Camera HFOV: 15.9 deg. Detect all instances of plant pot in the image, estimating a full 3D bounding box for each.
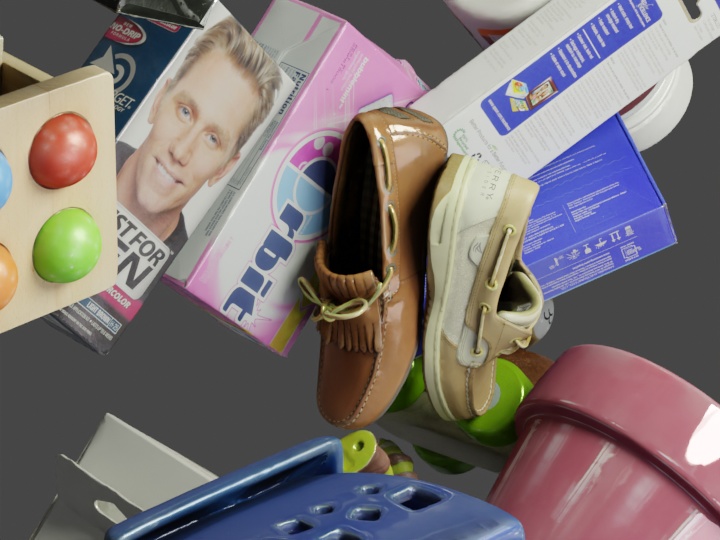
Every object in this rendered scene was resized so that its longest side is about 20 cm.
[{"bbox_3d":[0.148,0.174,1.573,0.179,0.200,0.200,-48,139,-18],"label":"plant pot"},{"bbox_3d":[-0.038,0.217,1.460,0.200,0.180,0.200,-22,126,-36],"label":"plant pot"}]

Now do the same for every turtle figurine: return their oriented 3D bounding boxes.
[{"bbox_3d":[0.034,0.176,1.618,0.064,0.200,0.161,-17,149,14],"label":"turtle figurine"}]

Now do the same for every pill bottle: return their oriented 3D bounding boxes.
[{"bbox_3d":[0.139,-0.163,1.693,0.114,0.114,0.200,-56,141,-8],"label":"pill bottle"}]

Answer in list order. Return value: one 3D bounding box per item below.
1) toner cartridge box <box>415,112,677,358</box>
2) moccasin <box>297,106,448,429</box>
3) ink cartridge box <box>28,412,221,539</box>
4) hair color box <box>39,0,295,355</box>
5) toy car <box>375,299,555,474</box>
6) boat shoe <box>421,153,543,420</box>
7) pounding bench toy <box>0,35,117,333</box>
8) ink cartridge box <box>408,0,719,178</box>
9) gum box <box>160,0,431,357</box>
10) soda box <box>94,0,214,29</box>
[{"bbox_3d":[0.095,-0.022,1.669,0.200,0.095,0.043,-23,138,3],"label":"toner cartridge box"},{"bbox_3d":[0.001,0.001,1.555,0.078,0.074,0.202,-5,118,-41],"label":"moccasin"},{"bbox_3d":[-0.111,0.189,1.607,0.200,0.129,0.125,36,83,-50],"label":"ink cartridge box"},{"bbox_3d":[-0.134,-0.062,1.491,0.200,0.061,0.100,-56,141,-9],"label":"hair color box"},{"bbox_3d":[0.101,0.035,1.752,0.200,0.158,0.164,-67,152,-14],"label":"toy car"},{"bbox_3d":[0.077,0.020,1.569,0.200,0.066,0.074,87,19,-44],"label":"boat shoe"},{"bbox_3d":[-0.213,-0.016,1.352,0.124,0.156,0.200,-24,128,-38],"label":"pounding bench toy"},{"bbox_3d":[0.132,-0.127,1.607,0.200,0.037,0.095,-35,141,4],"label":"ink cartridge box"},{"bbox_3d":[-0.046,-0.062,1.582,0.200,0.066,0.113,-59,140,-5],"label":"gum box"},{"bbox_3d":[-0.152,-0.185,1.287,0.063,0.200,0.071,9,104,-51],"label":"soda box"}]
